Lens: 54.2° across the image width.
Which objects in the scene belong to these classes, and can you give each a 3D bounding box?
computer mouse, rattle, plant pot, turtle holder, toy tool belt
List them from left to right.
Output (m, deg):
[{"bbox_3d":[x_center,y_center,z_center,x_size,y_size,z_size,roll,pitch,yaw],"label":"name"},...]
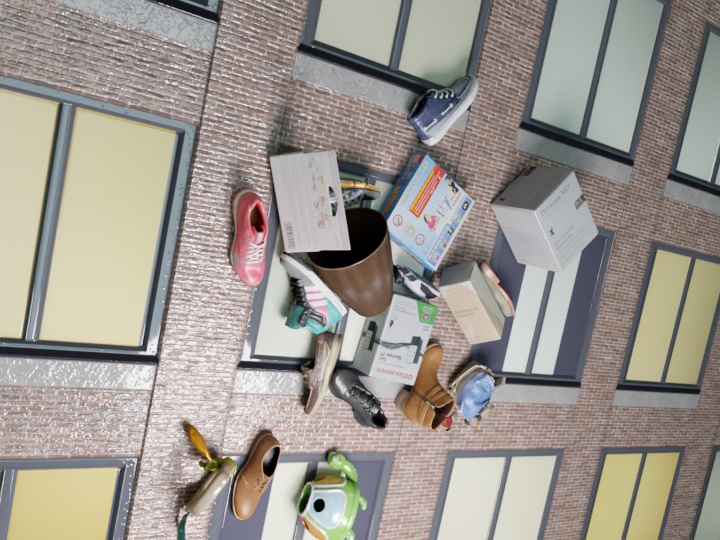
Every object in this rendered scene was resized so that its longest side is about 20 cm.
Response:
[{"bbox_3d":[-0.363,0.452,1.471,0.142,0.131,0.200,37,107,-22],"label":"rattle"},{"bbox_3d":[-0.065,0.534,1.636,0.130,0.141,0.188,25,96,-17],"label":"turtle holder"},{"bbox_3d":[0.000,0.000,1.547,0.186,0.186,0.202,-40,133,-18],"label":"plant pot"},{"bbox_3d":[0.119,0.027,1.670,0.199,0.110,0.044,32,101,-42],"label":"computer mouse"},{"bbox_3d":[0.284,0.338,1.821,0.201,0.122,0.125,-50,121,-12],"label":"toy tool belt"}]

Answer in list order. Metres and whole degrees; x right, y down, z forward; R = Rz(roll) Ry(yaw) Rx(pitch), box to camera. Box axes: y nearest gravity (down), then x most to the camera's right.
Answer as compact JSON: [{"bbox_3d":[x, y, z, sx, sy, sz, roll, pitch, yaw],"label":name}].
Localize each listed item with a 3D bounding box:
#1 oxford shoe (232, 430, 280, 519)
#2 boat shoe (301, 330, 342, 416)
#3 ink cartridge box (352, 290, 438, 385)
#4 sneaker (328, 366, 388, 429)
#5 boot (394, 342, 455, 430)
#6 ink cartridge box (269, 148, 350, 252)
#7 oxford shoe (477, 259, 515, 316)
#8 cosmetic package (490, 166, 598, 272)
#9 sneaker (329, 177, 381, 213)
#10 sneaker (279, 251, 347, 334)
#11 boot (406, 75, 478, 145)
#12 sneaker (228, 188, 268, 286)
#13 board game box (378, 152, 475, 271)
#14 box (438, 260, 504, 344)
[{"bbox_3d":[-0.229,0.463,1.556,0.070,0.071,0.204,18,93,-35],"label":"oxford shoe"},{"bbox_3d":[-0.101,0.230,1.594,0.071,0.072,0.203,18,103,-3],"label":"boat shoe"},{"bbox_3d":[0.084,0.158,1.676,0.145,0.083,0.204,16,93,-33],"label":"ink cartridge box"},{"bbox_3d":[0.003,0.300,1.653,0.076,0.090,0.201,-51,122,-20],"label":"sneaker"},{"bbox_3d":[0.177,0.283,1.721,0.077,0.154,0.201,44,77,-31],"label":"boot"},{"bbox_3d":[-0.094,-0.141,1.431,0.044,0.173,0.204,-25,111,-53],"label":"ink cartridge box"},{"bbox_3d":[0.341,0.058,1.840,0.073,0.071,0.201,-34,121,7],"label":"oxford shoe"},{"bbox_3d":[0.472,-0.134,1.808,0.165,0.164,0.201,-43,120,-18],"label":"cosmetic package"},{"bbox_3d":[-0.047,-0.161,1.529,0.196,0.078,0.079,-1,101,-21],"label":"sneaker"},{"bbox_3d":[-0.131,0.065,1.524,0.121,0.083,0.200,-48,112,-13],"label":"sneaker"},{"bbox_3d":[0.192,-0.393,1.625,0.090,0.072,0.201,43,78,-37],"label":"boot"},{"bbox_3d":[-0.223,-0.061,1.429,0.073,0.086,0.205,-9,106,-29],"label":"sneaker"},{"bbox_3d":[0.152,-0.138,1.669,0.195,0.056,0.202,37,80,-33],"label":"board game box"},{"bbox_3d":[0.280,0.082,1.765,0.201,0.094,0.078,56,37,-27],"label":"box"}]
